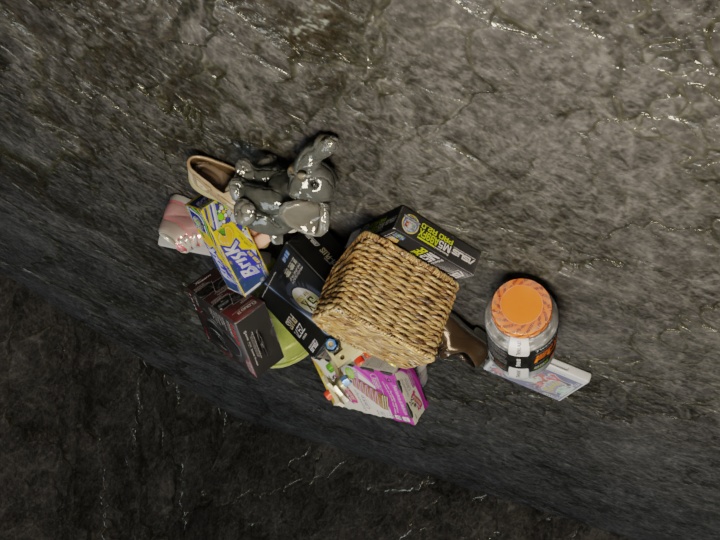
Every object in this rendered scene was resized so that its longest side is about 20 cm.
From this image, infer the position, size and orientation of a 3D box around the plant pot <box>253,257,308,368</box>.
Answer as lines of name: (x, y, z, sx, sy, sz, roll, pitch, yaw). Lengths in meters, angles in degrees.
plant pot: (-0.196, 0.075, 1.911, 0.199, 0.201, 0.185, 11, 146, 32)

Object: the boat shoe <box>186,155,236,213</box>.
boat shoe: (-0.206, -0.134, 1.508, 0.198, 0.072, 0.065, 23, 162, 6)

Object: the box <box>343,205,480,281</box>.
box: (0.082, -0.031, 1.490, 0.159, 0.045, 0.200, 30, 160, -18)

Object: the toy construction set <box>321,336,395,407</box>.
toy construction set: (0.010, 0.150, 1.573, 0.132, 0.199, 0.092, 53, 173, 17)

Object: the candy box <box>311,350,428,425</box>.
candy box: (0.017, 0.208, 1.687, 0.199, 0.061, 0.137, 7, 133, 38)

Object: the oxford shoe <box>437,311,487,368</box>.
oxford shoe: (0.165, 0.125, 1.748, 0.199, 0.085, 0.073, 32, 165, -6)

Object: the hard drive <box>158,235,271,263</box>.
hard drive: (-0.302, -0.045, 1.853, 0.198, 0.027, 0.132, 11, -177, 31)

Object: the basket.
basket: (0.038, 0.053, 1.462, 0.199, 0.150, 0.143, 27, 158, -17)

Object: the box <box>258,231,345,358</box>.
box: (-0.082, 0.038, 1.625, 0.164, 0.086, 0.200, 47, 143, 9)

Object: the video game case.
video game case: (0.360, 0.209, 1.839, 0.181, 0.023, 0.200, 23, 161, 3)

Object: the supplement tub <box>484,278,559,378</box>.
supplement tub: (0.269, 0.096, 1.492, 0.122, 0.123, 0.200, 17, 161, 17)

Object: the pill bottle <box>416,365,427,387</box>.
pill bottle: (0.071, 0.141, 1.715, 0.111, 0.112, 0.201, 11, 135, 31)

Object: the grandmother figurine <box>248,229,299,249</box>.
grandmother figurine: (-0.157, -0.080, 1.622, 0.120, 0.061, 0.200, 21, 166, -20)

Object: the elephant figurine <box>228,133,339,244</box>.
elephant figurine: (-0.089, -0.119, 1.353, 0.198, 0.143, 0.155, -5, 179, 25)

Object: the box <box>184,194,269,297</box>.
box: (-0.244, -0.053, 1.652, 0.064, 0.070, 0.201, 20, 141, 49)

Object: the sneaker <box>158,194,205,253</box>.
sneaker: (-0.302, -0.069, 1.744, 0.199, 0.105, 0.076, 20, 156, 8)

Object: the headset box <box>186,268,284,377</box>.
headset box: (-0.240, 0.105, 1.749, 0.199, 0.077, 0.150, 31, 147, 42)
